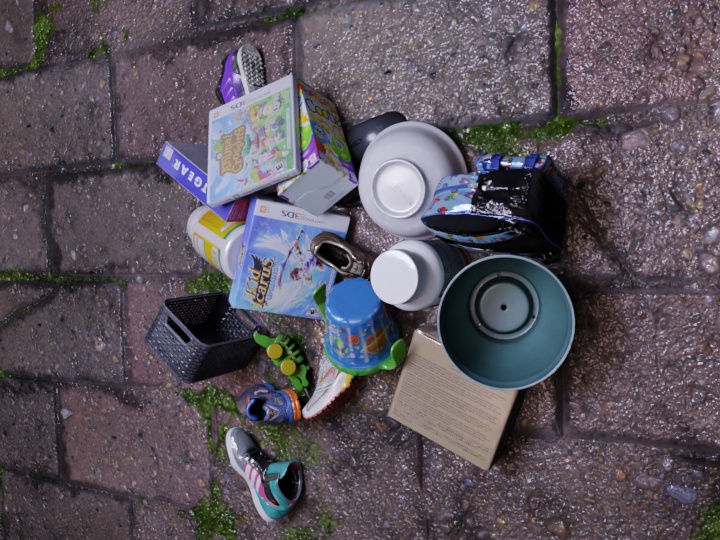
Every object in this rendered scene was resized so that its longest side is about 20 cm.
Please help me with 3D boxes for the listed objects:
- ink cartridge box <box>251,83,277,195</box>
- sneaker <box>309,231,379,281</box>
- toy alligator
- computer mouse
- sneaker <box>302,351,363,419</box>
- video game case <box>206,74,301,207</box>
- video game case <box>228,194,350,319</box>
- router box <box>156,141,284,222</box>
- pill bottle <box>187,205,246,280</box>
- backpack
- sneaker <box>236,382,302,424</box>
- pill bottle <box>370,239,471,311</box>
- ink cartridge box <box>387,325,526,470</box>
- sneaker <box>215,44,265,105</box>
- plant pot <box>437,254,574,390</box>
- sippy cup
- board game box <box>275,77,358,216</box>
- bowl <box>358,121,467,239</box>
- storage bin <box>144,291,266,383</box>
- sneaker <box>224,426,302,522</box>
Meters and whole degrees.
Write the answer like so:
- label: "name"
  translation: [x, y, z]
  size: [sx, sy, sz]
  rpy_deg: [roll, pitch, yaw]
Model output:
- label: "ink cartridge box"
  translation: [-0.160, -0.240, 1.359]
  size: [0.037, 0.094, 0.203]
  rpy_deg: [-12, 88, 33]
- label: "sneaker"
  translation: [0.000, 0.000, 1.266]
  size: [0.198, 0.076, 0.071]
  rpy_deg: [25, 107, 2]
- label: "toy alligator"
  translation: [-0.125, 0.183, 1.398]
  size: [0.054, 0.059, 0.200]
  rpy_deg: [-41, 90, -10]
- label: "computer mouse"
  translation: [-0.001, -0.193, 1.300]
  size: [0.198, 0.046, 0.142]
  rpy_deg: [-17, 84, 30]
- label: "sneaker"
  translation: [-0.045, 0.194, 1.345]
  size: [0.082, 0.078, 0.201]
  rpy_deg: [43, 103, 24]
- label: "video game case"
  translation: [-0.185, -0.222, 1.248]
  size: [0.180, 0.022, 0.202]
  rpy_deg: [-18, 60, 23]
- label: "video game case"
  translation: [-0.128, -0.020, 1.317]
  size: [0.045, 0.179, 0.203]
  rpy_deg: [-141, 63, -64]
- label: "router box"
  translation: [-0.250, -0.165, 1.369]
  size: [0.199, 0.179, 0.049]
  rpy_deg: [38, 111, 21]
- label: "pill bottle"
  translation: [-0.254, -0.059, 1.394]
  size: [0.199, 0.112, 0.114]
  rpy_deg: [28, 108, 48]
- label: "backpack"
  translation: [0.201, -0.097, 1.119]
  size: [0.198, 0.182, 0.136]
  rpy_deg: [5, 78, 33]
- label: "sneaker"
  translation: [-0.192, 0.258, 1.404]
  size: [0.199, 0.078, 0.076]
  rpy_deg: [-14, 82, 54]
- label: "pill bottle"
  translation: [0.097, 0.006, 1.171]
  size: [0.109, 0.199, 0.112]
  rpy_deg: [2, 93, 28]
- label: "ink cartridge box"
  translation: [0.163, 0.208, 1.220]
  size: [0.198, 0.075, 0.167]
  rpy_deg: [25, 104, 26]
- label: "sneaker"
  translation: [-0.236, -0.327, 1.419]
  size: [0.099, 0.069, 0.203]
  rpy_deg: [-4, 88, 36]
- label: "plant pot"
  translation: [0.222, 0.067, 1.127]
  size: [0.197, 0.134, 0.203]
  rpy_deg: [2, 100, 10]
- label: "sippy cup"
  translation: [-0.005, 0.087, 1.244]
  size: [0.175, 0.131, 0.141]
  rpy_deg: [2, 50, 11]
- label: "board game box"
  translation: [-0.092, -0.216, 1.275]
  size: [0.104, 0.103, 0.202]
  rpy_deg: [-35, 51, 26]
- label: "bowl"
  translation: [0.074, -0.142, 1.213]
  size: [0.198, 0.090, 0.204]
  rpy_deg: [6, 106, 21]
- label: "storage bin"
  translation: [-0.295, 0.125, 1.402]
  size: [0.135, 0.199, 0.094]
  rpy_deg: [41, 112, 20]
- label: "sneaker"
  translation: [-0.180, 0.383, 1.421]
  size: [0.120, 0.083, 0.202]
  rpy_deg: [-33, 85, 32]
